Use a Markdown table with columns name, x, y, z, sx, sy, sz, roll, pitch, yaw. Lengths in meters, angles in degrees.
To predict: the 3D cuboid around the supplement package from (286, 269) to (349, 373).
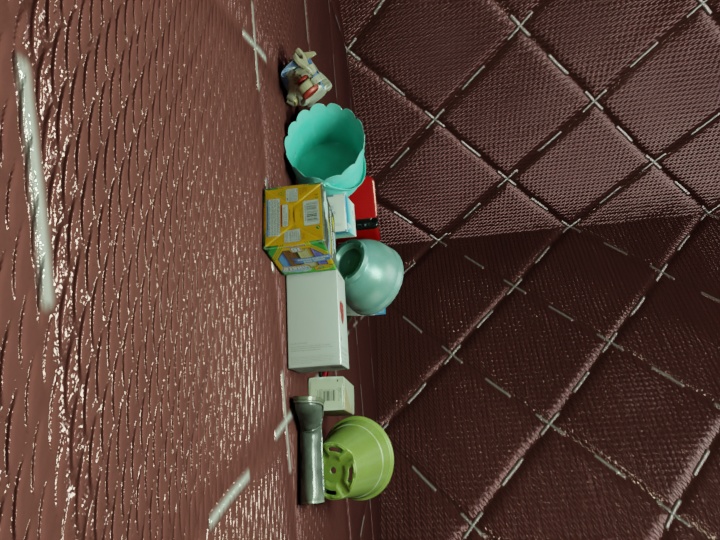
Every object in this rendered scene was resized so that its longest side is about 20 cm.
| name | x | y | z | sx | sy | sz | roll | pitch | yaw |
| --- | --- | --- | --- | --- | --- | --- | --- | --- | --- |
| supplement package | -0.092 | 0.112 | 1.236 | 0.121 | 0.115 | 0.208 | 61 | 24 | -75 |

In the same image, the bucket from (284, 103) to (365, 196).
| name | x | y | z | sx | sy | sz | roll | pitch | yaw |
| --- | --- | --- | --- | --- | --- | --- | --- | --- | --- |
| bucket | -0.079 | -0.276 | 1.361 | 0.136 | 0.199 | 0.214 | 82 | 5 | -68 |

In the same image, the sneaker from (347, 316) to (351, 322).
| name | x | y | z | sx | sy | sz | roll | pitch | yaw |
| --- | --- | --- | --- | --- | --- | --- | --- | --- | --- |
| sneaker | -0.060 | 0.077 | 1.859 | 0.077 | 0.068 | 0.205 | -76 | 161 | -53 |

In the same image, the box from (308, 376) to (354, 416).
| name | x | y | z | sx | sy | sz | roll | pitch | yaw |
| --- | --- | --- | --- | --- | --- | --- | --- | --- | --- |
| box | -0.071 | 0.324 | 1.441 | 0.201 | 0.091 | 0.081 | 66 | 21 | -71 |

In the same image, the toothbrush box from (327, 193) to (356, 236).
| name | x | y | z | sx | sy | sz | roll | pitch | yaw |
| --- | --- | --- | --- | --- | --- | --- | --- | --- | --- |
| toothbrush box | -0.090 | -0.121 | 1.338 | 0.200 | 0.141 | 0.089 | 8 | 77 | -84 |

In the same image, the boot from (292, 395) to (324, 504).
| name | x | y | z | sx | sy | sz | roll | pitch | yaw |
| --- | --- | --- | --- | --- | --- | --- | --- | --- | --- |
| boot | -0.108 | 0.379 | 1.184 | 0.183 | 0.070 | 0.207 | 71 | 21 | -62 |

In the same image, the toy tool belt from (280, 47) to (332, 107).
| name | x | y | z | sx | sy | sz | roll | pitch | yaw |
| --- | --- | --- | --- | --- | --- | --- | --- | --- | --- |
| toy tool belt | -0.144 | -0.462 | 1.341 | 0.124 | 0.124 | 0.200 | 52 | 8 | -9 |

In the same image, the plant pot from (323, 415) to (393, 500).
| name | x | y | z | sx | sy | sz | roll | pitch | yaw |
| --- | --- | --- | --- | --- | --- | --- | --- | --- | --- |
| plant pot | -0.036 | 0.461 | 1.350 | 0.189 | 0.193 | 0.208 | 26 | 58 | -69 |

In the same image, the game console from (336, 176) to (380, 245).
| name | x | y | z | sx | sy | sz | roll | pitch | yaw |
| --- | --- | --- | --- | --- | --- | --- | --- | --- | --- |
| game console | -0.048 | -0.154 | 1.528 | 0.173 | 0.192 | 0.123 | 68 | 19 | -71 |

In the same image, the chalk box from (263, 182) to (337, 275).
| name | x | y | z | sx | sy | sz | roll | pitch | yaw |
| --- | --- | --- | --- | --- | --- | --- | --- | --- | --- |
| chalk box | -0.115 | -0.071 | 1.147 | 0.201 | 0.119 | 0.129 | 74 | 11 | -69 |

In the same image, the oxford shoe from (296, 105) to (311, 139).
| name | x | y | z | sx | sy | sz | roll | pitch | yaw |
| --- | --- | --- | --- | --- | --- | --- | --- | --- | --- |
| oxford shoe | -0.145 | -0.387 | 1.499 | 0.201 | 0.068 | 0.077 | -83 | -168 | -66 |

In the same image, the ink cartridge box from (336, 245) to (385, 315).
| name | x | y | z | sx | sy | sz | roll | pitch | yaw |
| --- | --- | --- | --- | --- | --- | --- | --- | --- | --- |
| ink cartridge box | -0.015 | 0.031 | 1.718 | 0.145 | 0.142 | 0.208 | 4 | 85 | -59 |

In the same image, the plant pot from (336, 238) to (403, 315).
| name | x | y | z | sx | sy | sz | roll | pitch | yaw |
| --- | --- | --- | --- | --- | --- | --- | --- | --- | --- |
| plant pot | 0.000 | 0.000 | 1.512 | 0.133 | 0.196 | 0.206 | 34 | 44 | -45 |

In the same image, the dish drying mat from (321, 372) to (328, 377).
| name | x | y | z | sx | sy | sz | roll | pitch | yaw |
| --- | --- | --- | --- | --- | --- | --- | --- | --- | --- |
| dish drying mat | -0.080 | 0.202 | 1.500 | 0.078 | 0.018 | 0.206 | -94 | -166 | -59 |
